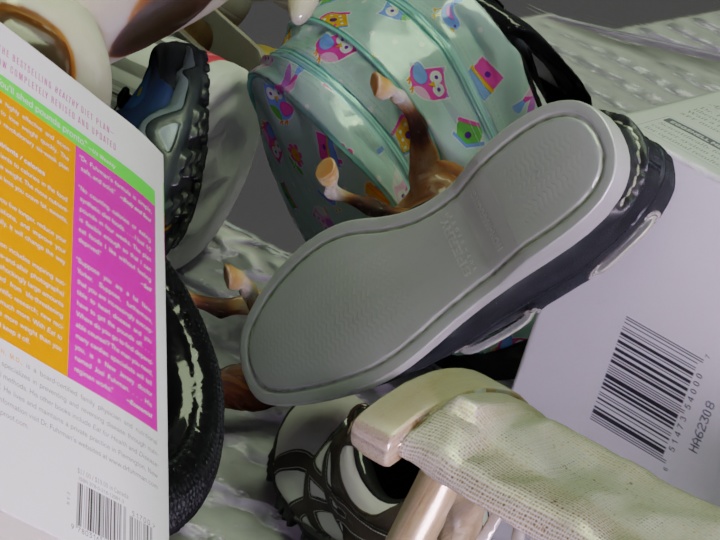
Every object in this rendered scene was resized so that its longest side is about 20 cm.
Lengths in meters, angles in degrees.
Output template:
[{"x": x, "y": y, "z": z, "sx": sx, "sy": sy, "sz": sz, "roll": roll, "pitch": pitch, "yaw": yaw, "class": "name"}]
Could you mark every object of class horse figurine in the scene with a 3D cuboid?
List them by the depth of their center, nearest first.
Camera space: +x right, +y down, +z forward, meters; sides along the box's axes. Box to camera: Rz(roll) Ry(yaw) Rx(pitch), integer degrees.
[{"x": 0.000, "y": 0.000, "z": 1.120, "sx": 0.132, "sy": 0.200, "sz": 0.050, "roll": 31, "pitch": 22, "yaw": -43, "class": "horse figurine"}]

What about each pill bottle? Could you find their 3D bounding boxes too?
[{"x": -0.158, "y": -0.086, "z": 1.282, "sx": 0.200, "sy": 0.111, "sz": 0.111, "roll": 26, "pitch": 25, "yaw": 18, "class": "pill bottle"}]

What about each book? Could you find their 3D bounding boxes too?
[{"x": -0.122, "y": 0.011, "z": 0.931, "sx": 0.134, "sy": 0.048, "sz": 0.200, "roll": 33, "pitch": 40, "yaw": -38, "class": "book"}]

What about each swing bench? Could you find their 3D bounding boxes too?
[{"x": 0.086, "y": 0.153, "z": 0.805, "sx": 0.199, "sy": 0.200, "sz": 0.130, "roll": 29, "pitch": 26, "yaw": 26, "class": "swing bench"}]

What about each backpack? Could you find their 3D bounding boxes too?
[{"x": 0.031, "y": -0.049, "z": 1.220, "sx": 0.167, "sy": 0.200, "sz": 0.127, "roll": 31, "pitch": 62, "yaw": 35, "class": "backpack"}]

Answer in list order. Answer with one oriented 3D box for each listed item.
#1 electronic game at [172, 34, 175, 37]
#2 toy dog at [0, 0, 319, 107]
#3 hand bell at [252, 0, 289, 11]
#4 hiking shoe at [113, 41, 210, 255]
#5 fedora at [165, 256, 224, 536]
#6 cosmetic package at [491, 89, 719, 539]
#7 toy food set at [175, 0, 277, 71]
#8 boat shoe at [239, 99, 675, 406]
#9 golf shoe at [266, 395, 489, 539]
[{"x": -0.177, "y": -0.151, "z": 1.381, "sx": 0.200, "sy": 0.042, "sz": 0.200, "roll": 31, "pitch": -14, "yaw": 8, "class": "electronic game"}, {"x": -0.133, "y": -0.117, "z": 1.112, "sx": 0.194, "sy": 0.140, "sz": 0.200, "roll": 34, "pitch": 57, "yaw": -7, "class": "toy dog"}, {"x": -0.107, "y": -0.180, "z": 1.593, "sx": 0.104, "sy": 0.104, "sz": 0.200, "roll": 32, "pitch": 40, "yaw": 31, "class": "hand bell"}, {"x": -0.122, "y": -0.029, "z": 1.137, "sx": 0.087, "sy": 0.074, "sz": 0.200, "roll": 15, "pitch": 55, "yaw": 5, "class": "hiking shoe"}, {"x": -0.151, "y": 0.038, "z": 0.999, "sx": 0.200, "sy": 0.092, "sz": 0.201, "roll": 31, "pitch": 41, "yaw": -32, "class": "fedora"}, {"x": 0.171, "y": 0.032, "z": 1.134, "sx": 0.123, "sy": 0.200, "sz": 0.200, "roll": 31, "pitch": 26, "yaw": 28, "class": "cosmetic package"}, {"x": -0.024, "y": -0.111, "z": 1.442, "sx": 0.200, "sy": 0.060, "sz": 0.143, "roll": 20, "pitch": 16, "yaw": -43, "class": "toy food set"}, {"x": 0.039, "y": 0.002, "z": 1.046, "sx": 0.060, "sy": 0.200, "sz": 0.076, "roll": 16, "pitch": 53, "yaw": -51, "class": "boat shoe"}, {"x": 0.016, "y": 0.084, "z": 1.047, "sx": 0.078, "sy": 0.095, "sz": 0.200, "roll": 8, "pitch": 23, "yaw": -19, "class": "golf shoe"}]
